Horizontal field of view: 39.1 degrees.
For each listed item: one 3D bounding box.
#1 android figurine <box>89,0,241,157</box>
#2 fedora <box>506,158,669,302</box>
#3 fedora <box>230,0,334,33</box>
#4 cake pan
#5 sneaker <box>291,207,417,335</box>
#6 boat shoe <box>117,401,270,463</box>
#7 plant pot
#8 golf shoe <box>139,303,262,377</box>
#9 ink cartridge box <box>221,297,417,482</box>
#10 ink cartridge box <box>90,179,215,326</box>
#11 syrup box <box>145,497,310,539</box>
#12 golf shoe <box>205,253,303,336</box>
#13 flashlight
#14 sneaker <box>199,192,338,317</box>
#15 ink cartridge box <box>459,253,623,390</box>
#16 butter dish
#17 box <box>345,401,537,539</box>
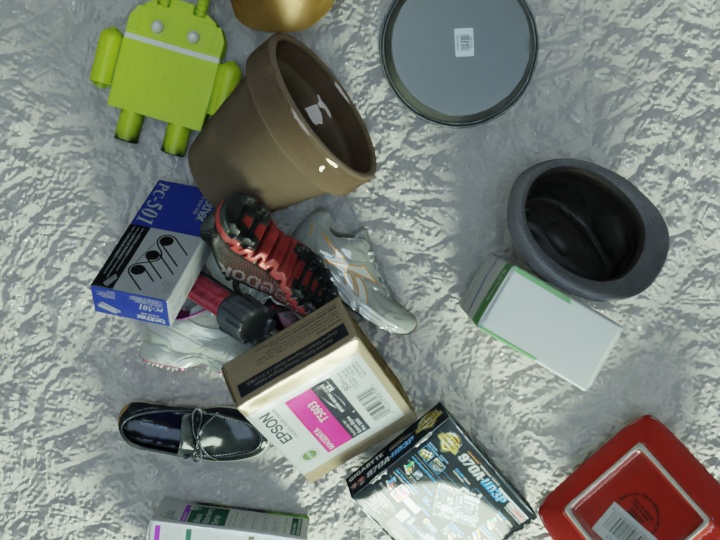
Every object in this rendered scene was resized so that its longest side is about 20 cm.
[{"bbox_3d":[-0.236,-0.247,1.249,0.181,0.041,0.201,17,98,-2],"label":"android figurine"},{"bbox_3d":[0.261,-0.039,1.231,0.199,0.090,0.177,28,67,0],"label":"fedora"},{"bbox_3d":[-0.091,-0.335,1.193,0.199,0.201,0.082,-3,129,1],"label":"fedora"},{"bbox_3d":[0.123,-0.277,1.246,0.199,0.037,0.201,0,96,0],"label":"cake pan"},{"bbox_3d":[0.000,0.000,1.261,0.200,0.076,0.092,37,91,-5],"label":"sneaker"},{"bbox_3d":[-0.213,0.207,1.289,0.199,0.062,0.075,9,95,-2],"label":"boat shoe"},{"bbox_3d":[-0.107,-0.150,1.199,0.174,0.200,0.201,-31,96,21],"label":"plant pot"},{"bbox_3d":[-0.175,0.085,1.271,0.199,0.075,0.092,8,93,-2],"label":"golf shoe"},{"bbox_3d":[-0.045,0.149,1.223,0.164,0.075,0.200,-32,136,3],"label":"ink cartridge box"},{"bbox_3d":[-0.231,-0.024,1.195,0.094,0.200,0.044,11,133,9],"label":"ink cartridge box"},{"bbox_3d":[-0.169,0.352,1.296,0.199,0.079,0.082,8,97,-1],"label":"syrup box"},{"bbox_3d":[-0.119,0.024,1.256,0.200,0.088,0.077,42,97,-3],"label":"golf shoe"},{"bbox_3d":[-0.196,0.024,1.217,0.200,0.068,0.068,30,63,34],"label":"flashlight"},{"bbox_3d":[-0.111,-0.008,1.194,0.200,0.098,0.071,44,53,-27],"label":"sneaker"},{"bbox_3d":[0.206,0.055,1.202,0.145,0.200,0.088,30,92,-2],"label":"ink cartridge box"},{"bbox_3d":[0.361,0.322,1.266,0.199,0.148,0.200,-42,53,4],"label":"butter dish"},{"bbox_3d":[0.103,0.288,1.279,0.159,0.046,0.200,-40,111,4],"label":"box"}]
